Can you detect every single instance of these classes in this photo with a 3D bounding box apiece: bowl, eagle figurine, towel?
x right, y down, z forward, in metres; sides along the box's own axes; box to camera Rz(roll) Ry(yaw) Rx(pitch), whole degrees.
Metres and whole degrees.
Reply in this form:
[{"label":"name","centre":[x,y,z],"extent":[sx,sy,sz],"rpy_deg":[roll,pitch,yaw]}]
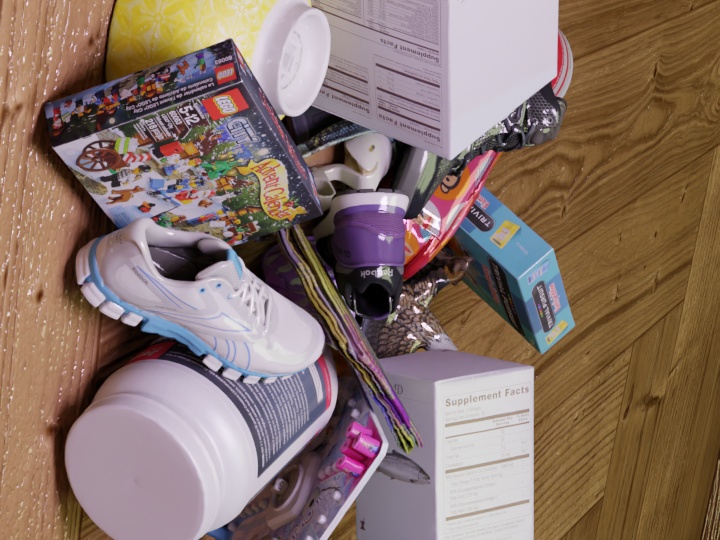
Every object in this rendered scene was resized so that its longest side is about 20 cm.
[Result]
[{"label":"bowl","centre":[-0.086,-0.163,1.441],"extent":[0.200,0.107,0.201],"rpy_deg":[-47,145,-48]},{"label":"eagle figurine","centre":[0.035,0.069,1.848],"extent":[0.200,0.151,0.152],"rpy_deg":[-55,136,-9]},{"label":"towel","centre":[-0.009,0.053,1.577],"extent":[0.023,0.144,0.200],"rpy_deg":[-30,148,0]}]

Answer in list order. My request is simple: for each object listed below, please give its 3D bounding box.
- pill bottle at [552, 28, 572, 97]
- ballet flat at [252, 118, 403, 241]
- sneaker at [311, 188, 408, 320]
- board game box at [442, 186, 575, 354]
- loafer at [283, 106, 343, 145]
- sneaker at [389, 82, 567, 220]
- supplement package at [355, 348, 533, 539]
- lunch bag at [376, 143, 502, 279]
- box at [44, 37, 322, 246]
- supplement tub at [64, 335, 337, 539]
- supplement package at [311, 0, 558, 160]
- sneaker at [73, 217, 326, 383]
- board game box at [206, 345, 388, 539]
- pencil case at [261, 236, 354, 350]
[{"label":"pill bottle","centre":[0.126,-0.213,1.901],"extent":[0.200,0.112,0.113],"rpy_deg":[20,87,-68]},{"label":"ballet flat","centre":[-0.027,-0.073,1.598],"extent":[0.200,0.074,0.074],"rpy_deg":[-27,135,-27]},{"label":"sneaker","centre":[0.000,0.000,1.568],"extent":[0.200,0.075,0.088],"rpy_deg":[92,-4,-79]},{"label":"board game box","centre":[0.110,-0.029,1.876],"extent":[0.047,0.200,0.151],"rpy_deg":[-40,149,-9]},{"label":"loafer","centre":[-0.044,-0.155,1.632],"extent":[0.072,0.063,0.201],"rpy_deg":[-21,126,-25]},{"label":"sneaker","centre":[0.101,-0.112,1.644],"extent":[0.200,0.114,0.076],"rpy_deg":[-60,-176,-22]},{"label":"supplement package","centre":[0.073,0.178,1.737],"extent":[0.117,0.117,0.201],"rpy_deg":[-7,99,-37]},{"label":"lunch bag","centre":[0.044,-0.086,1.760],"extent":[0.200,0.082,0.176],"rpy_deg":[-57,-163,-14]},{"label":"box","centre":[-0.119,-0.076,1.393],"extent":[0.200,0.136,0.038],"rpy_deg":[58,15,-61]},{"label":"supplement tub","centre":[-0.118,0.112,1.511],"extent":[0.200,0.140,0.141],"rpy_deg":[-41,142,-53]},{"label":"supplement package","centre":[0.051,-0.222,1.514],"extent":[0.152,0.150,0.201],"rpy_deg":[-39,140,-38]},{"label":"sneaker","centre":[-0.099,0.019,1.421],"extent":[0.200,0.087,0.075],"rpy_deg":[23,51,-30]},{"label":"board game box","centre":[-0.060,0.175,1.617],"extent":[0.200,0.026,0.200],"rpy_deg":[-55,-160,11]},{"label":"pencil case","centre":[-0.048,0.069,1.734],"extent":[0.085,0.084,0.201],"rpy_deg":[-25,129,-34]}]
